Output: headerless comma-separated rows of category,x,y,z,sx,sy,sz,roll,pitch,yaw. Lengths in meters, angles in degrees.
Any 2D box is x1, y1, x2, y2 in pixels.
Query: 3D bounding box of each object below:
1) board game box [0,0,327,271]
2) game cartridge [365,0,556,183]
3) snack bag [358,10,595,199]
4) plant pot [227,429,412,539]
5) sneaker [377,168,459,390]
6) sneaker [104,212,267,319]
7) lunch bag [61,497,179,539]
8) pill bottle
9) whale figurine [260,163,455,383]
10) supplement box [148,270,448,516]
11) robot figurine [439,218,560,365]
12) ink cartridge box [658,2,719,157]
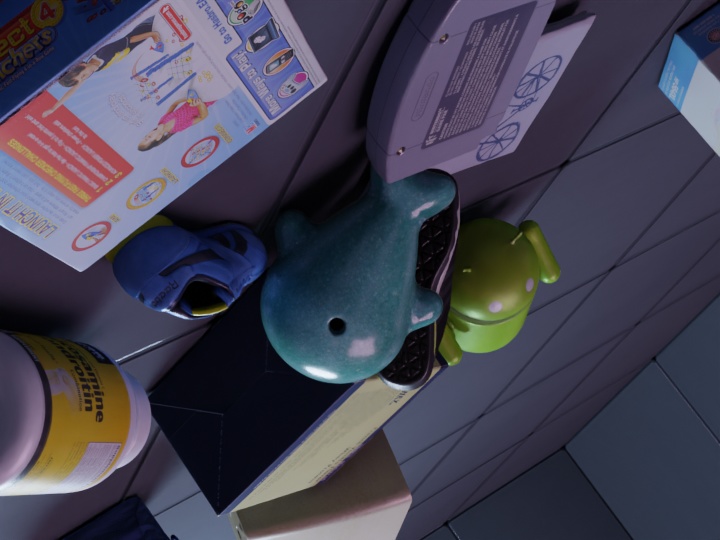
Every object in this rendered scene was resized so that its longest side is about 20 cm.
board game box,-0.128,-0.100,0.737,0.195,0.056,0.200,-37,163,0
game cartridge,0.072,-0.153,1.006,0.132,0.042,0.201,-19,151,-29
snack bag,0.093,-0.136,1.155,0.198,0.022,0.189,-23,158,-31
plant pot,-0.070,0.220,1.490,0.175,0.202,0.200,-21,160,-13
sneaker,0.047,0.008,1.190,0.083,0.071,0.203,-26,128,-74
sneaker,-0.116,0.008,1.013,0.066,0.079,0.200,-43,164,15
lunch bag,-0.280,0.361,1.510,0.199,0.133,0.136,-30,162,-21
pill bottle,-0.231,0.104,0.970,0.112,0.112,0.200,-40,164,9
whale figurine,0.000,0.000,1.093,0.201,0.158,0.104,-57,-173,13
supplement box,-0.058,0.108,1.291,0.200,0.135,0.199,-45,161,22
robot figurine,0.133,0.017,1.471,0.175,0.116,0.200,-35,163,-15
ink cartridge box,0.430,-0.181,1.407,0.128,0.201,0.125,-34,163,-9
